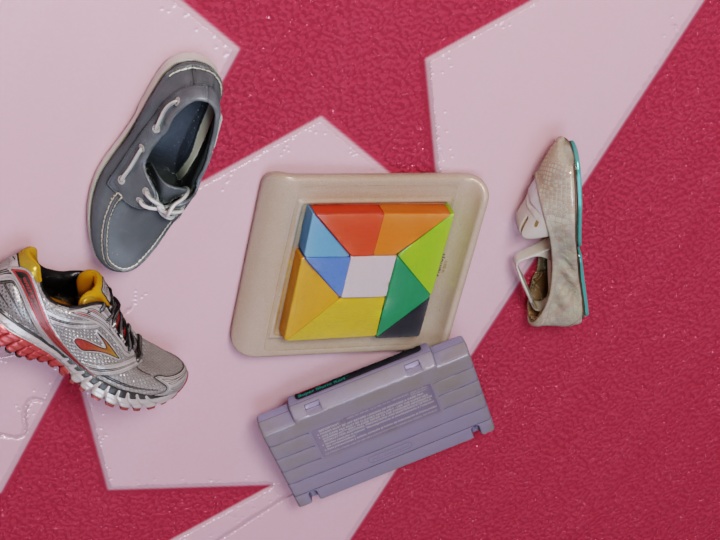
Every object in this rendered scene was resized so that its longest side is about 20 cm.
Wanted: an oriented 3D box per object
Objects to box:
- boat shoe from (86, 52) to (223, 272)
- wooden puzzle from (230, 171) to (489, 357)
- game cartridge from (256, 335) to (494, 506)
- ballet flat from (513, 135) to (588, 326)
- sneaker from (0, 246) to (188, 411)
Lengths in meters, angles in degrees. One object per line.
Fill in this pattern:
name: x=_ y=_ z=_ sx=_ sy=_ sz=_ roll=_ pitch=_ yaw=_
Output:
boat shoe: x=-0.161 y=-0.073 z=1.378 sx=0.073 sy=0.062 sz=0.200 roll=14 pitch=119 yaw=-27
wooden puzzle: x=0.000 y=0.000 z=1.504 sx=0.199 sy=0.037 sz=0.185 roll=1 pitch=124 yaw=-20
game cartridge: x=0.015 y=0.136 z=1.596 sx=0.199 sy=0.038 sz=0.130 roll=-21 pitch=134 yaw=0
ballet flat: x=0.164 y=-0.025 z=1.527 sx=0.062 sy=0.068 sz=0.200 roll=-9 pitch=127 yaw=0
sneaker: x=-0.219 y=0.049 z=1.438 sx=0.200 sy=0.078 sz=0.082 roll=30 pitch=109 yaw=-34
